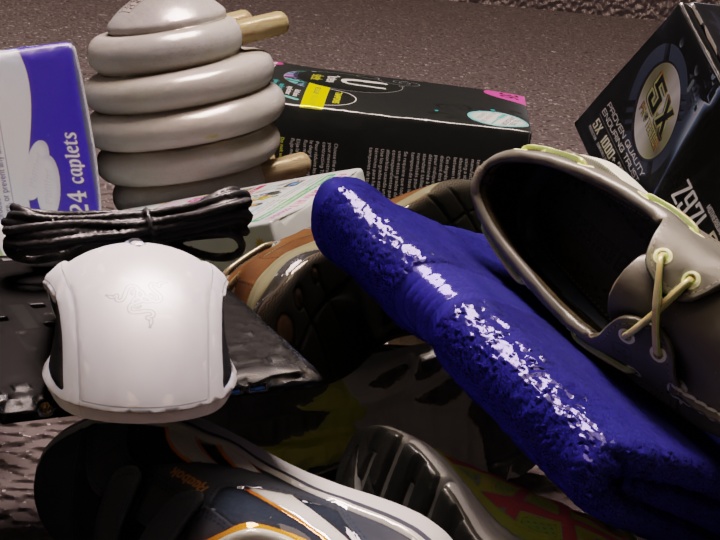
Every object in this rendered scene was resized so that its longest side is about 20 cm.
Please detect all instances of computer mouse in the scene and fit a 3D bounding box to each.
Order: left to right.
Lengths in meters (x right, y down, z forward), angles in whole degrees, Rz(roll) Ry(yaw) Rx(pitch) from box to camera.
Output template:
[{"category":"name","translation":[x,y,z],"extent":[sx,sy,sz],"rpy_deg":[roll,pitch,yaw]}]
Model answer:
[{"category":"computer mouse","translation":[-0.085,0.003,0.663],"extent":[0.108,0.044,0.200],"rpy_deg":[1,18,-12]}]

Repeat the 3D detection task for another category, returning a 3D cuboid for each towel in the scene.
[{"category":"towel","translation":[0.072,0.043,0.717],"extent":[0.147,0.050,0.200],"rpy_deg":[20,19,-46]}]

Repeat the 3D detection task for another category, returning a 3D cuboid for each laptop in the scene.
[{"category":"laptop","translation":[-0.140,0.067,0.697],"extent":[0.198,0.105,0.177],"rpy_deg":[-5,20,-24]}]

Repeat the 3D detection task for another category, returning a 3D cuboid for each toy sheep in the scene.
[{"category":"toy sheep","translation":[-0.106,-0.102,1.050],"extent":[0.136,0.203,0.138],"rpy_deg":[-10,11,2]}]

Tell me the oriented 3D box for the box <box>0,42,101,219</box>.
[{"category":"box","translation":[-0.266,-0.070,1.025],"extent":[0.198,0.106,0.184],"rpy_deg":[-11,8,-13]}]

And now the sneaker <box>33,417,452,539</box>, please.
[{"category":"sneaker","translation":[-0.062,0.108,0.658],"extent":[0.198,0.079,0.079],"rpy_deg":[11,22,30]}]

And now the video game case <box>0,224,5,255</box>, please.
[{"category":"video game case","translation":[-0.252,-0.010,0.854],"extent":[0.142,0.018,0.201],"rpy_deg":[-26,49,-10]}]

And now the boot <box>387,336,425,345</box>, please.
[{"category":"boot","translation":[0.043,0.039,0.984],"extent":[0.074,0.098,0.200],"rpy_deg":[6,-14,15]}]

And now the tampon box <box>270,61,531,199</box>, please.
[{"category":"tampon box","translation":[0.014,-0.063,1.195],"extent":[0.197,0.128,0.150],"rpy_deg":[7,16,1]}]

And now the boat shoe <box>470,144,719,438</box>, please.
[{"category":"boat shoe","translation":[0.117,0.011,0.680],"extent":[0.060,0.073,0.202],"rpy_deg":[12,21,-41]}]

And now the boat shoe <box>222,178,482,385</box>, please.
[{"category":"boat shoe","translation":[0.000,0.000,0.825],"extent":[0.073,0.077,0.199],"rpy_deg":[3,13,40]}]

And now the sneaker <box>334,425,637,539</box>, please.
[{"category":"sneaker","translation":[0.066,0.123,0.687],"extent":[0.090,0.079,0.199],"rpy_deg":[2,21,-43]}]

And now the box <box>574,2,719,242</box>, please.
[{"category":"box","translation":[0.220,-0.023,0.765],"extent":[0.198,0.086,0.165],"rpy_deg":[1,56,-35]}]

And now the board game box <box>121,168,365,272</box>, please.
[{"category":"board game box","translation":[-0.105,0.000,0.939],"extent":[0.198,0.065,0.147],"rpy_deg":[-9,11,21]}]

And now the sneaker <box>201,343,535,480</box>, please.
[{"category":"sneaker","translation":[0.005,0.060,0.857],"extent":[0.197,0.075,0.085],"rpy_deg":[2,16,-15]}]
